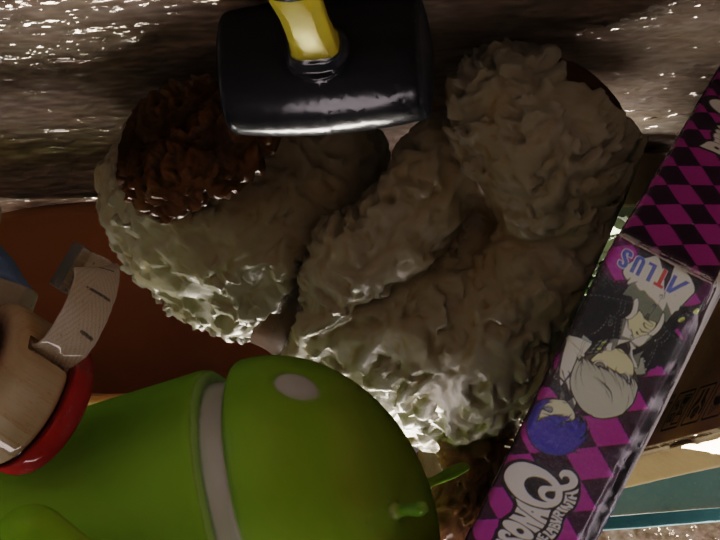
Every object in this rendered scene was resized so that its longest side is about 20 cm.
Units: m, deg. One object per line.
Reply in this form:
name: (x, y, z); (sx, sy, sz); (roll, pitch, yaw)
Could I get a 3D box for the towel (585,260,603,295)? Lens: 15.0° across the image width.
towel: (0.196, -0.004, 1.293); (0.199, 0.031, 0.149); (-3, -177, 0)

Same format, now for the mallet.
mallet: (-0.008, -0.077, 0.745); (0.065, 0.041, 0.200); (-3, 168, -2)

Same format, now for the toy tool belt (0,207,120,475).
toy tool belt: (-0.171, -0.001, 0.852); (0.123, 0.125, 0.200); (33, 176, -30)

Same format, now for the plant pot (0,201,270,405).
plant pot: (-0.097, 0.072, 1.083); (0.199, 0.141, 0.200); (1, -158, -1)

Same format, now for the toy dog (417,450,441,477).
toy dog: (-0.061, 0.076, 1.337); (0.194, 0.200, 0.140); (-49, -169, 22)

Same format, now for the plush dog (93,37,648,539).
plush dog: (-0.011, -0.005, 0.946); (0.171, 0.161, 0.200); (22, 170, 2)

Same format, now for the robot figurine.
robot figurine: (-0.064, 0.097, 0.860); (0.199, 0.116, 0.175); (-18, -176, 11)

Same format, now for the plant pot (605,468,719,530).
plant pot: (0.176, 0.075, 1.557); (0.199, 0.136, 0.200); (-4, 172, -1)

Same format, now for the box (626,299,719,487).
box: (0.137, 0.005, 1.011); (0.021, 0.164, 0.200); (32, 164, -8)

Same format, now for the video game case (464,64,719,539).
video game case: (0.080, 0.033, 0.852); (0.036, 0.182, 0.200); (27, -151, 6)

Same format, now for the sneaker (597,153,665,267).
sneaker: (0.066, 0.009, 1.192); (0.067, 0.090, 0.200); (3, 169, -38)

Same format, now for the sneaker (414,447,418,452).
sneaker: (0.000, 0.000, 1.153); (0.077, 0.112, 0.200); (-11, 144, -45)
